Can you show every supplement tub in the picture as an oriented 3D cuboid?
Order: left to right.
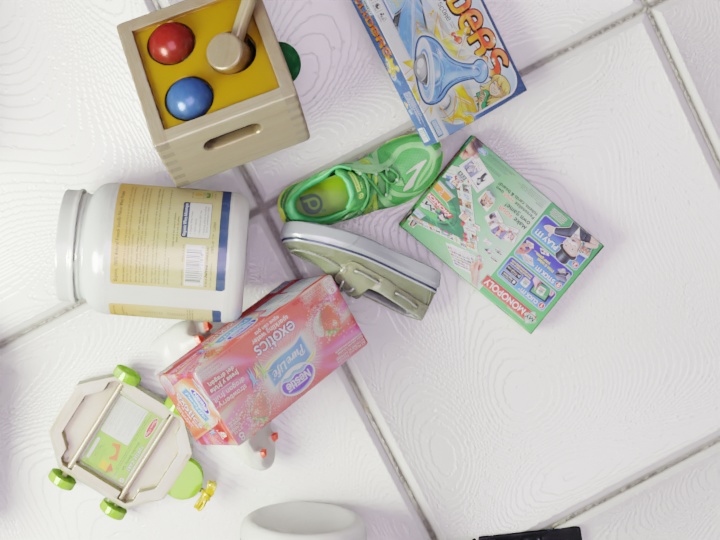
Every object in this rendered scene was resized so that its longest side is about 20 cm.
[{"bbox_3d":[-0.224,-0.021,1.401,0.199,0.144,0.145,5,97,-5],"label":"supplement tub"},{"bbox_3d":[-0.067,0.378,1.464,0.145,0.145,0.201,1,97,-4],"label":"supplement tub"}]

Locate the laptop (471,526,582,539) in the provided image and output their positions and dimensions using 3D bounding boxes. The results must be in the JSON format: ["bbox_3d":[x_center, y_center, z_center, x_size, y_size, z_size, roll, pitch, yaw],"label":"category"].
[{"bbox_3d":[0.176,0.409,1.506,0.199,0.103,0.178,-5,98,-3],"label":"laptop"}]

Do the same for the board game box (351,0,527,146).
[{"bbox_3d":[0.085,-0.257,1.426,0.135,0.034,0.201,-32,99,-23],"label":"board game box"}]

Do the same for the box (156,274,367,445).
[{"bbox_3d":[-0.105,0.096,1.402,0.200,0.102,0.095,-37,104,-31],"label":"box"}]

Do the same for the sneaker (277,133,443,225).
[{"bbox_3d":[0.004,-0.092,1.439,0.199,0.084,0.074,-24,98,-1],"label":"sneaker"}]

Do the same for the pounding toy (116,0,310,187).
[{"bbox_3d":[-0.142,-0.227,1.360,0.199,0.142,0.185,-20,68,-1],"label":"pounding toy"}]

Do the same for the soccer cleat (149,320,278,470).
[{"bbox_3d":[-0.165,0.146,1.473,0.077,0.069,0.200,-22,106,27],"label":"soccer cleat"}]

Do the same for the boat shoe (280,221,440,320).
[{"bbox_3d":[0.000,0.000,1.439,0.199,0.072,0.062,20,78,-20],"label":"boat shoe"}]

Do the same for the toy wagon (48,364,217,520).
[{"bbox_3d":[-0.257,0.210,1.482,0.200,0.040,0.156,33,94,-8],"label":"toy wagon"}]

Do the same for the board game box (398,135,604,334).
[{"bbox_3d":[0.162,-0.041,1.485,0.200,0.029,0.135,39,94,-8],"label":"board game box"}]
